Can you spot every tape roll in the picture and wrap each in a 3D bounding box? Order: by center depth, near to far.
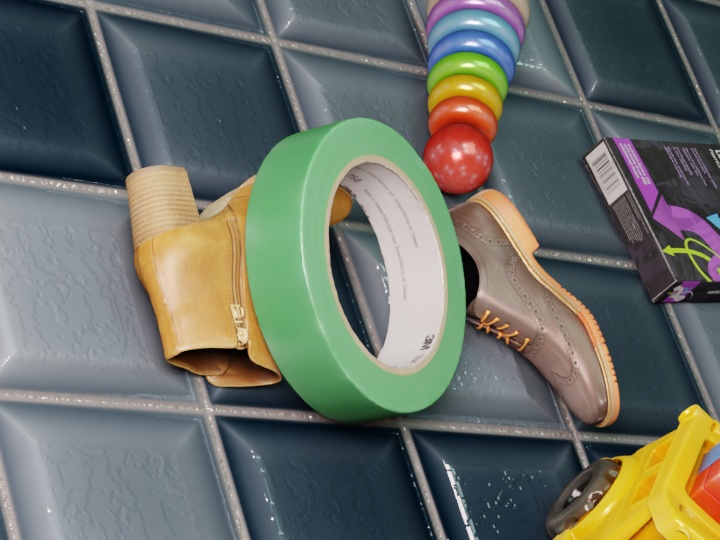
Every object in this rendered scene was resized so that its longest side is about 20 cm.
[{"bbox_3d":[0.000,0.000,1.536,0.200,0.048,0.202,24,61,-51],"label":"tape roll"}]

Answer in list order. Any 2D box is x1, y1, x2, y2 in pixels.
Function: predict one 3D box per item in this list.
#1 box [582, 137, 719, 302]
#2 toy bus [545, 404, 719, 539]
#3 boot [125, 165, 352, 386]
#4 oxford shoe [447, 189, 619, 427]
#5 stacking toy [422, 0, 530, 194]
[{"bbox_3d":[0.288,-0.042,1.918,0.199,0.036,0.143,0,57,-44],"label":"box"},{"bbox_3d":[0.217,0.187,1.524,0.136,0.192,0.200,42,39,-7],"label":"toy bus"},{"bbox_3d":[-0.069,0.008,1.528,0.201,0.071,0.145,3,64,-45],"label":"boot"},{"bbox_3d":[0.115,0.037,1.675,0.073,0.071,0.200,-23,68,-30],"label":"oxford shoe"},{"bbox_3d":[0.086,-0.140,1.788,0.085,0.085,0.201,27,47,-23],"label":"stacking toy"}]
